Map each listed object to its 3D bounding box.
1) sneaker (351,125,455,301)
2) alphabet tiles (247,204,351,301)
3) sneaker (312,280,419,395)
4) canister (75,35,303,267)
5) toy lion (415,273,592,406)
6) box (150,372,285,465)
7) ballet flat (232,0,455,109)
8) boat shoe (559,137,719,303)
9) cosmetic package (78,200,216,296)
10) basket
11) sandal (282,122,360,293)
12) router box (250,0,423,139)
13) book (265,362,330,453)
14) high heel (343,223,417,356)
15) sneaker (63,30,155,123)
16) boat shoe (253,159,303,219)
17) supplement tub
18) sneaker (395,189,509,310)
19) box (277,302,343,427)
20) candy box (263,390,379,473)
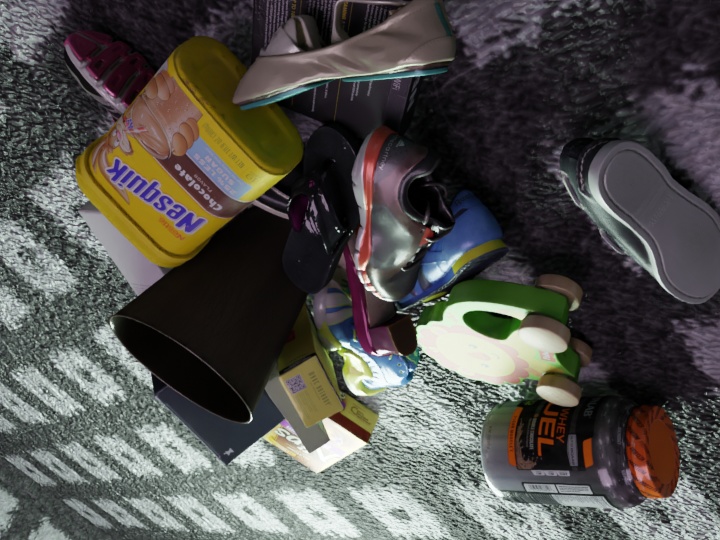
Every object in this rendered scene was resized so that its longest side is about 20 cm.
[{"bbox_3d":[0.044,-0.034,0.640,0.082,0.077,0.200,18,146,23],"label":"sneaker"},{"bbox_3d":[-0.047,-0.019,0.843,0.199,0.015,0.196,25,142,7],"label":"alphabet tiles"},{"bbox_3d":[0.015,0.079,0.862,0.104,0.076,0.200,-7,138,16],"label":"sneaker"},{"bbox_3d":[-0.164,-0.105,0.665,0.149,0.087,0.200,48,132,-13],"label":"canister"},{"bbox_3d":[0.143,0.072,0.759,0.191,0.069,0.200,10,151,28],"label":"toy lion"},{"bbox_3d":[-0.206,0.139,0.970,0.149,0.107,0.200,55,175,-29],"label":"box"},{"bbox_3d":[-0.022,-0.171,0.540,0.199,0.070,0.070,-2,132,29],"label":"ballet flat"},{"bbox_3d":[0.241,-0.045,0.588,0.200,0.076,0.060,43,180,-30],"label":"boat shoe"},{"bbox_3d":[-0.244,-0.029,0.886,0.084,0.108,0.201,3,133,32],"label":"cosmetic package"},{"bbox_3d":[-0.141,0.034,0.780,0.180,0.200,0.136,35,148,-3],"label":"basket"},{"bbox_3d":[-0.041,-0.047,0.680,0.075,0.048,0.201,34,134,18],"label":"sandal"},{"bbox_3d":[-0.013,-0.209,0.576,0.149,0.051,0.200,23,142,6],"label":"router box"},{"bbox_3d":[-0.111,0.129,0.922,0.134,0.048,0.200,63,175,-34],"label":"book"},{"bbox_3d":[0.000,0.000,0.764,0.096,0.067,0.201,-5,99,61],"label":"high heel"},{"bbox_3d":[-0.242,-0.165,0.759,0.200,0.074,0.087,42,135,-22],"label":"sneaker"},{"bbox_3d":[-0.107,-0.122,0.720,0.200,0.072,0.068,37,146,-6],"label":"boat shoe"},{"bbox_3d":[0.250,0.209,0.812,0.199,0.123,0.123,-14,125,41],"label":"supplement tub"},{"bbox_3d":[0.082,-0.018,0.734,0.079,0.066,0.200,65,154,13],"label":"sneaker"},{"bbox_3d":[-0.066,0.104,0.845,0.050,0.200,0.076,-26,109,0],"label":"box"},{"bbox_3d":[-0.068,0.252,1.126,0.116,0.057,0.200,35,144,-6],"label":"candy box"}]
